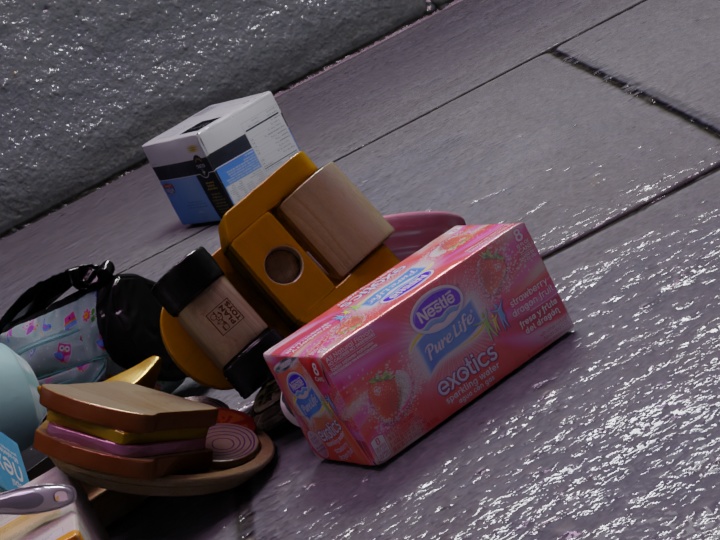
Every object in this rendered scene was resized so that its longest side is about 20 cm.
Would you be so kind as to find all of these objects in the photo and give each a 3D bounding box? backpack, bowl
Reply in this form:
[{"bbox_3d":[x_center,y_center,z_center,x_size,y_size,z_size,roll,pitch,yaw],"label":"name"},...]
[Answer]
[{"bbox_3d":[-0.255,0.079,1.835,0.200,0.127,0.167,-21,-27,30],"label":"backpack"},{"bbox_3d":[-0.346,0.142,1.743,0.105,0.201,0.201,-12,5,-26],"label":"bowl"}]

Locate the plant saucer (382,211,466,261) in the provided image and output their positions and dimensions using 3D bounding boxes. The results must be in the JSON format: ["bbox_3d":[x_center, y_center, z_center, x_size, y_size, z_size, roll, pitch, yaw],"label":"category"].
[{"bbox_3d":[0.000,0.000,1.709,0.200,0.051,0.201,-12,-10,-2],"label":"plant saucer"}]

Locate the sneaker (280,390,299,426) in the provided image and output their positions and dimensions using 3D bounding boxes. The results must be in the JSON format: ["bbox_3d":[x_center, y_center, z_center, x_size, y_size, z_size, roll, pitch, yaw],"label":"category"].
[{"bbox_3d":[0.006,0.071,1.541,0.200,0.076,0.077,-36,-5,-40],"label":"sneaker"}]

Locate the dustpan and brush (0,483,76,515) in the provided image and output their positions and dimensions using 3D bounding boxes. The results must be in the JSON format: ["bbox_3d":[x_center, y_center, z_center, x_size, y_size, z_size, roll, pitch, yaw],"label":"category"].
[{"bbox_3d":[-0.302,0.170,1.368,0.200,0.140,0.057,-6,-4,-13],"label":"dustpan and brush"}]

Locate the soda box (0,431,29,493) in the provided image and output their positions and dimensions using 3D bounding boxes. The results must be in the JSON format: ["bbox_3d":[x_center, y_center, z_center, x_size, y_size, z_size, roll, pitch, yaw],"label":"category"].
[{"bbox_3d":[-0.329,0.141,1.495,0.064,0.068,0.200,-26,-30,6],"label":"soda box"}]

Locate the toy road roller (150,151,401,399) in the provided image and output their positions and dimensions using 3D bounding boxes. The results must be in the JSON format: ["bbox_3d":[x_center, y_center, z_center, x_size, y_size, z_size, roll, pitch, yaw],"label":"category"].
[{"bbox_3d":[-0.076,0.011,1.591,0.200,0.123,0.146,-41,-2,-12],"label":"toy road roller"}]

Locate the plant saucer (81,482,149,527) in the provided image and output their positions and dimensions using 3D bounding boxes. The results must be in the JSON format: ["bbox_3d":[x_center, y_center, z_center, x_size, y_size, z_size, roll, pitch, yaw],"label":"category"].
[{"bbox_3d":[-0.229,0.184,1.617,0.200,0.035,0.200,-27,12,6],"label":"plant saucer"}]

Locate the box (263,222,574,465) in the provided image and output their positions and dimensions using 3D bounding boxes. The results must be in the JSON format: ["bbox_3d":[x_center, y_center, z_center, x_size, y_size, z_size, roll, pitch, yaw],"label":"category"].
[{"bbox_3d":[0.044,0.052,1.440,0.200,0.095,0.103,-33,14,-24],"label":"box"}]

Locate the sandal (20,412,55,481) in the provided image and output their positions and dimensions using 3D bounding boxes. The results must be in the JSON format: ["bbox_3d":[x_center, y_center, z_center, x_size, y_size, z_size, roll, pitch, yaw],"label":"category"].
[{"bbox_3d":[-0.252,0.137,1.674,0.076,0.043,0.200,-17,16,42],"label":"sandal"}]

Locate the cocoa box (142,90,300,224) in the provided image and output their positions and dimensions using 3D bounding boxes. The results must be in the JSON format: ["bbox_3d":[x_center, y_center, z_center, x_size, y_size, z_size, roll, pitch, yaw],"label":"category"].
[{"bbox_3d":[-0.185,-0.151,2.656,0.133,0.131,0.200,-33,13,-25],"label":"cocoa box"}]

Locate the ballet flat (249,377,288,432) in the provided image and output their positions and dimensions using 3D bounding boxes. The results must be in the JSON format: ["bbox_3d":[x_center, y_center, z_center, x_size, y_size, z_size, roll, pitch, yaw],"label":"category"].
[{"bbox_3d":[-0.058,0.083,1.643,0.067,0.046,0.200,-24,13,20],"label":"ballet flat"}]

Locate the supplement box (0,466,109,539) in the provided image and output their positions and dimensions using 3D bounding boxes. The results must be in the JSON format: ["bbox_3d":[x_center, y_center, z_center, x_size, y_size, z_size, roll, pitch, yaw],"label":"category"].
[{"bbox_3d":[-0.247,0.223,1.409,0.126,0.074,0.200,-30,13,-4],"label":"supplement box"}]

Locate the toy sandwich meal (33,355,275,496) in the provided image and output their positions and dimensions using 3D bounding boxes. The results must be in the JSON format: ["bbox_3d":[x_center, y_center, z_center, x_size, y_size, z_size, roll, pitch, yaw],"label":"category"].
[{"bbox_3d":[-0.162,0.115,1.493,0.205,0.070,0.205,5,13,-1],"label":"toy sandwich meal"}]
